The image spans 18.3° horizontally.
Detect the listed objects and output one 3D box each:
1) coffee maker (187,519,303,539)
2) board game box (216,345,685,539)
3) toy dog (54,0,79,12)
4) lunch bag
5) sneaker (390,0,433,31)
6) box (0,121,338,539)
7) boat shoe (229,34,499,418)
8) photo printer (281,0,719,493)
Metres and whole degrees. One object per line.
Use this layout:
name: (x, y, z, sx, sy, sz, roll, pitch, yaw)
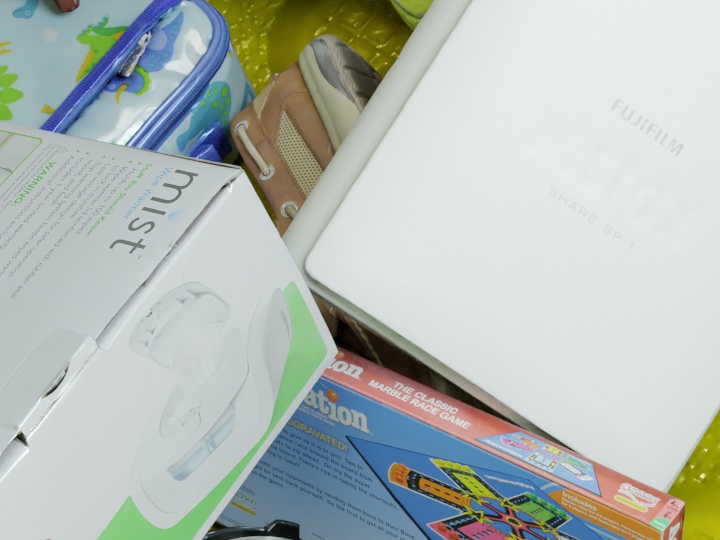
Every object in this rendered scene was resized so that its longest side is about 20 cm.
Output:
coffee maker: (-0.042, 0.213, 0.725, 0.192, 0.135, 0.200, -37, 56, -7)
board game box: (0.022, 0.086, 0.805, 0.199, 0.103, 0.019, 23, 44, 27)
toy dog: (-0.158, -0.180, 0.937, 0.131, 0.097, 0.201, -12, 44, -10)
lunch bag: (-0.150, -0.051, 0.955, 0.160, 0.083, 0.200, 32, 73, 27)
sneaker: (0.077, -0.087, 0.911, 0.076, 0.105, 0.201, -28, 87, 23)
box: (-0.139, 0.050, 0.744, 0.176, 0.097, 0.200, 12, 53, 37)
boat shoe: (0.000, 0.000, 0.888, 0.072, 0.076, 0.201, -29, 55, 14)
photo printer: (0.089, -0.041, 0.790, 0.166, 0.069, 0.201, 34, 87, -8)
